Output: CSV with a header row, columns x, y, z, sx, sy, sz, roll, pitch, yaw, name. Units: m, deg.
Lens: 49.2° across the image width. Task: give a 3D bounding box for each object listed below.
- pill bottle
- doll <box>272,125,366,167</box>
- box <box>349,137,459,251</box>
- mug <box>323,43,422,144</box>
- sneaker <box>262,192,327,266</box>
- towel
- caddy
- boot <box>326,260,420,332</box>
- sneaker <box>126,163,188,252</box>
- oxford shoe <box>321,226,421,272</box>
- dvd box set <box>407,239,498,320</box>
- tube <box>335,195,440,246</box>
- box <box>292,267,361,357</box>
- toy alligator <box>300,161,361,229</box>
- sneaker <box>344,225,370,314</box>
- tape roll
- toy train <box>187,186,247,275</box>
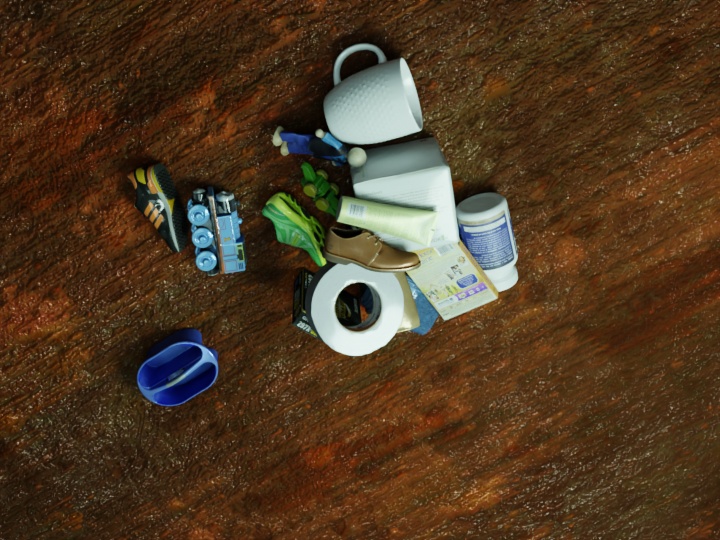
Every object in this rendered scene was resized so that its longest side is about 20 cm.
x,y,z,sx,sy,sz,roll,pitch,yaw,name
0.286,-0.061,1.751,0.115,0.116,0.201,-16,115,3,pill bottle
-0.076,-0.249,1.614,0.198,0.137,0.049,14,74,24,doll
0.089,-0.155,1.643,0.198,0.199,0.173,-10,117,2,box
0.015,-0.355,1.583,0.174,0.148,0.202,-14,94,15,mug
-0.139,-0.087,1.740,0.083,0.074,0.200,-26,116,30,sneaker
0.100,0.072,1.796,0.199,0.048,0.112,26,95,-34,towel
-0.425,0.231,1.840,0.199,0.105,0.142,-32,115,10,caddy
0.029,0.043,1.698,0.173,0.066,0.202,-12,99,-3,boot
-0.438,-0.131,1.696,0.089,0.070,0.202,-6,117,15,sneaker
0.025,-0.043,1.549,0.198,0.071,0.072,10,114,2,oxford shoe
0.191,0.010,1.737,0.146,0.030,0.200,-27,115,31,dvd box set
0.052,-0.099,1.536,0.198,0.052,0.058,11,157,-10,tube
-0.073,0.091,1.749,0.159,0.200,0.050,28,112,-16,box
-0.075,-0.153,1.717,0.054,0.059,0.200,-11,127,49,toy alligator
0.000,0.001,1.792,0.103,0.060,0.202,7,109,-10,sneaker
-0.012,0.071,1.626,0.198,0.066,0.202,-2,96,-15,tape roll
-0.312,-0.086,1.714,0.113,0.087,0.202,-9,114,-10,toy train
